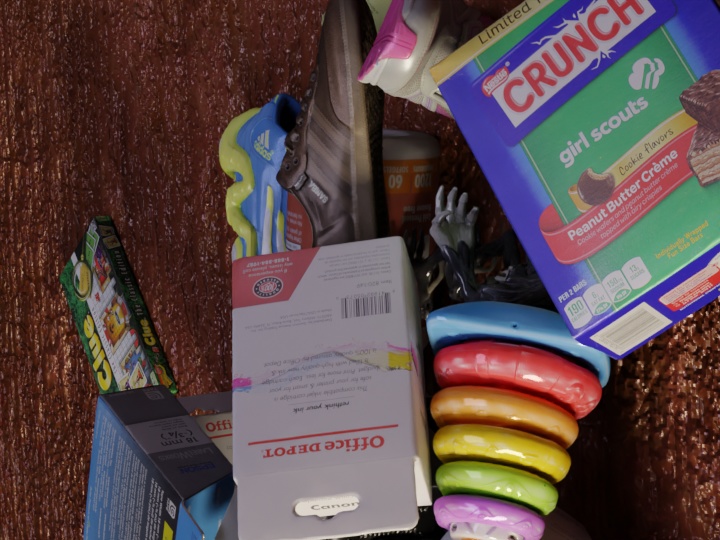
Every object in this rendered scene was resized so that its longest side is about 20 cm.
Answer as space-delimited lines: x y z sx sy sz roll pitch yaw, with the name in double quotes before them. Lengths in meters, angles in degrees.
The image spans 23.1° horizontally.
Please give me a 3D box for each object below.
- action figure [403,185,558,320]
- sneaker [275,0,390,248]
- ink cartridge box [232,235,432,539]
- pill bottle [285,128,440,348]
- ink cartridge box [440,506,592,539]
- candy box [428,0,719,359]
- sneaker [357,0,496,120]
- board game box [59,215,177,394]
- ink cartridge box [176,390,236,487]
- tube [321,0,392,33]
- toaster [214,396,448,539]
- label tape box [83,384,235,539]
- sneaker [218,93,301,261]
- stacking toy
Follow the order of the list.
"action figure" 0.096 -0.015 1.149 0.199 0.118 0.103 -1 98 60
"sneaker" -0.024 -0.085 1.183 0.075 0.070 0.202 -2 93 12
"ink cartridge box" -0.018 0.086 1.100 0.068 0.115 0.202 71 -166 -56
"pill bottle" 0.000 0.000 1.283 0.112 0.111 0.202 14 105 53
"ink cartridge box" 0.101 0.249 1.100 0.146 0.087 0.200 -50 28 11
"candy box" 0.160 -0.080 1.027 0.168 0.077 0.201 -35 61 17
"sneaker" 0.062 -0.141 1.145 0.088 0.200 0.082 28 102 12
"board game box" -0.236 0.059 1.693 0.105 0.023 0.201 -55 51 44
"ink cartridge box" -0.094 0.178 1.428 0.067 0.115 0.202 -45 58 47
"tube" 0.043 -0.226 1.257 0.058 0.052 0.200 41 133 -8
"toaster" 0.010 0.184 1.232 0.119 0.179 0.201 52 130 41
"label tape box" -0.142 0.200 1.334 0.200 0.063 0.146 41 130 49
"sneaker" -0.057 -0.050 1.388 0.105 0.075 0.202 -44 58 46
"stacking toy" 0.084 0.130 1.076 0.110 0.115 0.202 68 -149 -69
